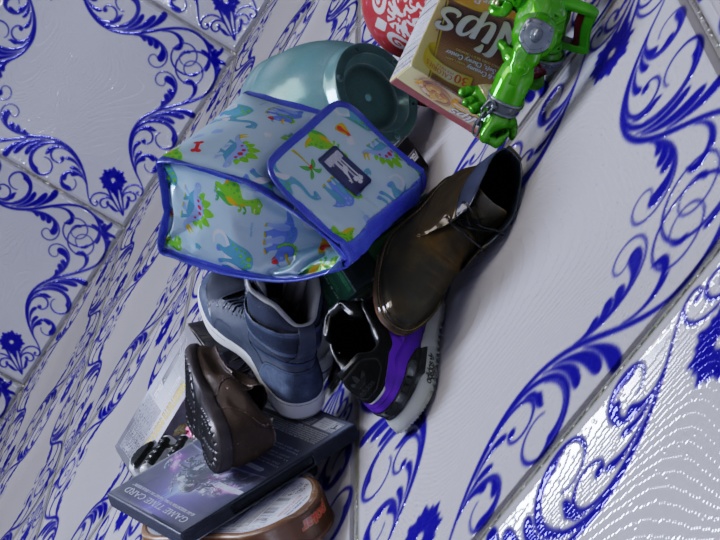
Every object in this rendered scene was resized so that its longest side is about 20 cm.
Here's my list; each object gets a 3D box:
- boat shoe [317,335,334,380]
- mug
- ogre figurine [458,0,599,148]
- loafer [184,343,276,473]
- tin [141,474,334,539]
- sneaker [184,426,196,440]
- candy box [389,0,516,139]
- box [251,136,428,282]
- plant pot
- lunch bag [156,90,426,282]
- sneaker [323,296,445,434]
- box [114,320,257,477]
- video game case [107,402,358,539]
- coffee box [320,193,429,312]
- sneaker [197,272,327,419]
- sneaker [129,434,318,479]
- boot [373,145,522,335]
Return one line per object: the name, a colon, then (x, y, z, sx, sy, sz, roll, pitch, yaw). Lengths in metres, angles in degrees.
boat shoe: (-0.047, 0.044, 1.757, 0.066, 0.073, 0.201, -56, 16, 29)
mug: (0.103, -0.284, 1.856, 0.132, 0.179, 0.200, -25, 12, -15)
ogre figurine: (0.158, -0.210, 1.526, 0.200, 0.098, 0.120, -36, -21, -44)
loafer: (-0.123, 0.130, 1.569, 0.200, 0.070, 0.074, -122, 30, -61)
tin: (-0.113, 0.227, 1.510, 0.198, 0.042, 0.112, -9, 16, 38)
sneaker: (-0.165, 0.194, 1.695, 0.079, 0.094, 0.203, -137, 50, -76)
candy box: (0.121, -0.245, 1.659, 0.055, 0.115, 0.202, -31, 32, 63)
box: (-0.023, -0.051, 1.744, 0.161, 0.049, 0.200, -35, 9, 26)
plant pot: (-0.020, -0.175, 1.875, 0.134, 0.200, 0.202, -26, 35, 47)
lunch bag: (-0.060, -0.071, 1.500, 0.170, 0.198, 0.129, -46, -33, -51)
sneaker: (0.016, 0.049, 1.477, 0.070, 0.099, 0.201, -50, 18, 26)
box: (-0.157, 0.129, 1.801, 0.158, 0.048, 0.201, -10, -37, -48)
video game case: (-0.118, 0.180, 1.543, 0.199, 0.019, 0.142, -31, 25, -28)
coffee box: (0.000, 0.000, 1.608, 0.122, 0.044, 0.200, -34, -3, -25)
sneaker: (-0.095, 0.025, 1.585, 0.202, 0.076, 0.147, 45, 149, 40)
sneaker: (-0.127, 0.206, 1.623, 0.198, 0.082, 0.075, -3, 23, 26)
boot: (0.077, -0.033, 1.464, 0.097, 0.074, 0.201, -41, 15, 46)
